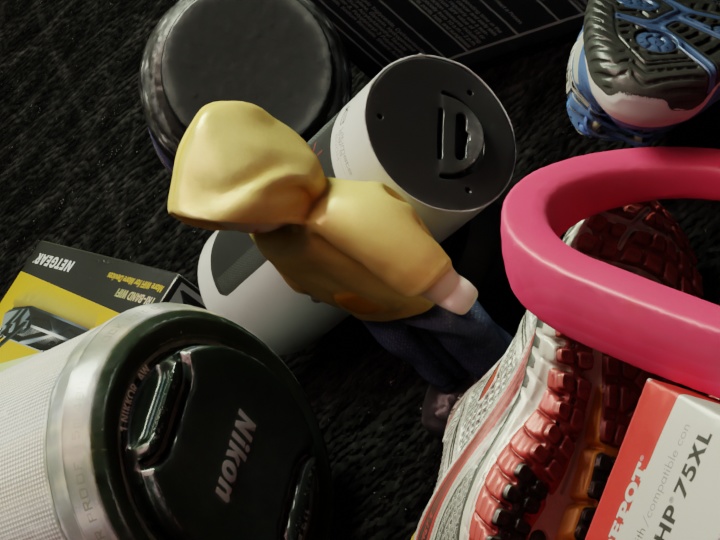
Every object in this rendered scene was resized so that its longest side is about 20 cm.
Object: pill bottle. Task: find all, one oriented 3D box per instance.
[{"bbox_3d":[-0.062,-0.095,1.161,0.112,0.112,0.200,-54,1,-4],"label":"pill bottle"}]

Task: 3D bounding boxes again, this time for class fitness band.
[{"bbox_3d":[0.146,-0.006,0.820,0.200,0.037,0.144,22,42,41],"label":"fitness band"}]

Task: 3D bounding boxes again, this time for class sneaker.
[{"bbox_3d":[0.076,0.049,0.912,0.082,0.078,0.200,-3,54,56],"label":"sneaker"},{"bbox_3d":[0.129,-0.087,0.961,0.200,0.076,0.077,-60,-16,-71],"label":"sneaker"}]

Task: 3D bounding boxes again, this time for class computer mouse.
[{"bbox_3d":[0.038,-0.029,1.112,0.059,0.034,0.200,-68,21,13],"label":"computer mouse"}]

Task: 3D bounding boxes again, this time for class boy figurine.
[{"bbox_3d":[0.000,0.000,0.952,0.124,0.200,0.064,8,64,53],"label":"boy figurine"}]

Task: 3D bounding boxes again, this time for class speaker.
[{"bbox_3d":[-0.005,-0.028,1.059,0.200,0.081,0.081,-39,27,55],"label":"speaker"}]

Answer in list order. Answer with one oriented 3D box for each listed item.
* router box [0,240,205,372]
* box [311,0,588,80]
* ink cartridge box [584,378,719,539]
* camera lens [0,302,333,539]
[{"bbox_3d":[-0.173,0.069,1.271,0.200,0.052,0.157,10,66,58],"label":"router box"},{"bbox_3d":[0.036,-0.215,1.146,0.198,0.200,0.123,-12,46,48],"label":"box"},{"bbox_3d":[0.133,0.113,0.739,0.200,0.067,0.116,28,98,61],"label":"ink cartridge box"},{"bbox_3d":[-0.125,0.114,1.039,0.200,0.160,0.160,-24,39,41],"label":"camera lens"}]
